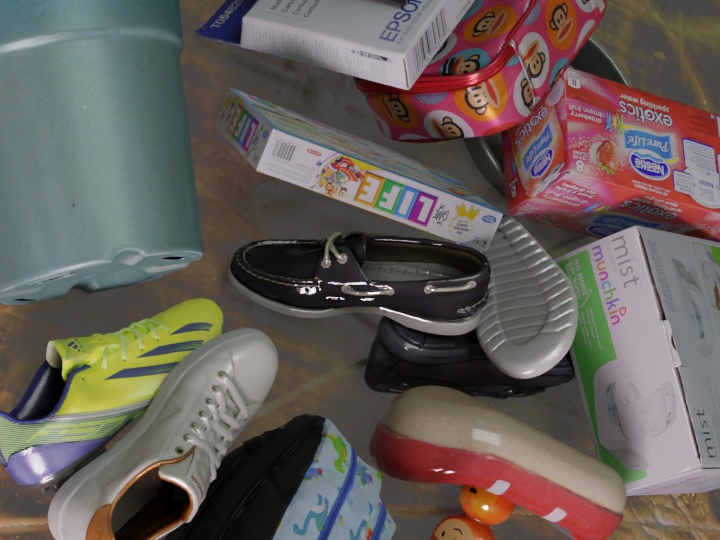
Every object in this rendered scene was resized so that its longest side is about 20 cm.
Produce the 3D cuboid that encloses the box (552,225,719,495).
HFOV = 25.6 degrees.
[{"bbox_3d":[0.260,0.078,1.308,0.176,0.096,0.202,6,67,-50],"label":"box"}]

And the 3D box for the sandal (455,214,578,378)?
[{"bbox_3d":[0.129,0.024,1.257,0.203,0.082,0.050,-101,167,-54],"label":"sandal"}]

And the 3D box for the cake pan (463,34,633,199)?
[{"bbox_3d":[0.166,-0.134,1.404,0.199,0.037,0.202,12,65,-28],"label":"cake pan"}]

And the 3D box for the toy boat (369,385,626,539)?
[{"bbox_3d":[0.093,0.173,1.198,0.199,0.130,0.131,27,88,-20],"label":"toy boat"}]

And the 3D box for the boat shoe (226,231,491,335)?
[{"bbox_3d":[0.000,0.000,1.193,0.198,0.061,0.074,11,43,-1],"label":"boat shoe"}]

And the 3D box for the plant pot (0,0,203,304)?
[{"bbox_3d":[-0.197,-0.088,1.077,0.199,0.200,0.198,-9,83,-34],"label":"plant pot"}]

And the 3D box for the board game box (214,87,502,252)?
[{"bbox_3d":[-0.003,-0.078,1.224,0.199,0.134,0.034,19,102,-24],"label":"board game box"}]

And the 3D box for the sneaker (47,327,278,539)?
[{"bbox_3d":[-0.110,0.122,1.054,0.200,0.084,0.073,-47,127,-24],"label":"sneaker"}]

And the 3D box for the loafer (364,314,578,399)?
[{"bbox_3d":[0.089,0.072,1.269,0.199,0.063,0.072,8,36,-34],"label":"loafer"}]

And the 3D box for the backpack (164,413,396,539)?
[{"bbox_3d":[-0.063,0.192,1.068,0.153,0.163,0.201,35,49,-25],"label":"backpack"}]

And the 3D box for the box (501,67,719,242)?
[{"bbox_3d":[0.224,-0.087,1.338,0.199,0.095,0.101,12,63,-28],"label":"box"}]

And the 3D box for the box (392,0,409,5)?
[{"bbox_3d":[0.020,-0.310,1.241,0.140,0.079,0.200,23,51,17],"label":"box"}]

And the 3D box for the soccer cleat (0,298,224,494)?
[{"bbox_3d":[-0.171,0.069,1.091,0.200,0.064,0.084,-42,109,-34],"label":"soccer cleat"}]

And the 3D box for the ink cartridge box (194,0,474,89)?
[{"bbox_3d":[-0.005,-0.238,1.264,0.199,0.041,0.200,16,51,24],"label":"ink cartridge box"}]

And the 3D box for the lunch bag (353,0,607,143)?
[{"bbox_3d":[0.090,-0.189,1.298,0.200,0.175,0.082,-54,127,-32],"label":"lunch bag"}]
